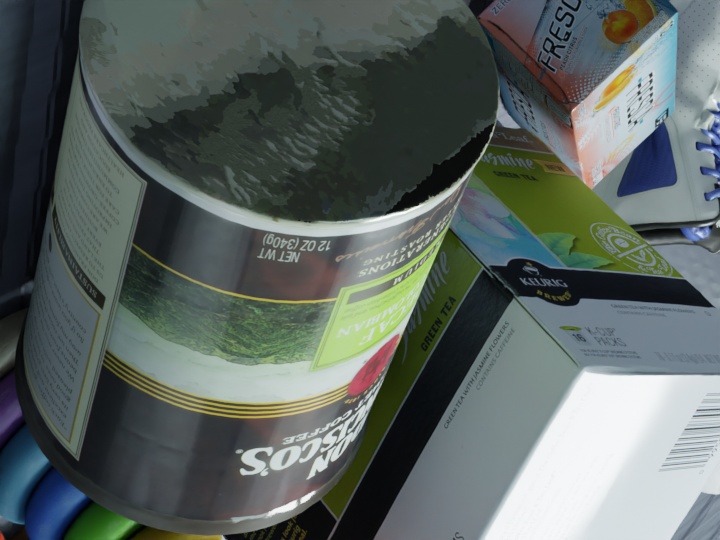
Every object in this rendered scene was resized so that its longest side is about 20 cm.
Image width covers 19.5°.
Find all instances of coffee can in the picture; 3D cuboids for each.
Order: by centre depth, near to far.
[{"bbox_3d":[-0.046,-0.014,0.781,0.146,0.146,0.200,-31,157,-33],"label":"coffee can"}]

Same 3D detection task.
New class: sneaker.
[{"bbox_3d":[0.180,-0.074,1.159,0.199,0.115,0.081,-46,162,5],"label":"sneaker"}]

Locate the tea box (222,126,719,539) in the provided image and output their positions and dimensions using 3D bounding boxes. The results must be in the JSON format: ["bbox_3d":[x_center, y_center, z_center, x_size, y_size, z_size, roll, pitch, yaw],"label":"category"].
[{"bbox_3d":[0.040,0.062,0.938,0.134,0.197,0.200,3,125,-43],"label":"tea box"}]

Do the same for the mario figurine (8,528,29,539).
[{"bbox_3d":[-0.223,0.187,0.996,0.200,0.106,0.124,-36,126,-53],"label":"mario figurine"}]

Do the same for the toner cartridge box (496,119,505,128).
[{"bbox_3d":[0.000,0.000,1.060,0.200,0.043,0.095,-44,161,2],"label":"toner cartridge box"}]

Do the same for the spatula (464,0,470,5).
[{"bbox_3d":[0.035,-0.108,0.937,0.200,0.021,0.057,-47,164,12],"label":"spatula"}]

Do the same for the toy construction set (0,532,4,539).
[{"bbox_3d":[-0.221,0.185,0.873,0.200,0.131,0.092,-35,170,-25],"label":"toy construction set"}]

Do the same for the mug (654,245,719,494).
[{"bbox_3d":[0.188,0.061,1.363,0.200,0.175,0.148,-21,151,-48],"label":"mug"}]

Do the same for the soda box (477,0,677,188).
[{"bbox_3d":[0.107,-0.098,1.007,0.068,0.064,0.200,-43,169,0],"label":"soda box"}]

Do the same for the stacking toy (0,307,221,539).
[{"bbox_3d":[-0.090,0.108,0.863,0.085,0.200,0.085,-39,160,-16],"label":"stacking toy"}]
